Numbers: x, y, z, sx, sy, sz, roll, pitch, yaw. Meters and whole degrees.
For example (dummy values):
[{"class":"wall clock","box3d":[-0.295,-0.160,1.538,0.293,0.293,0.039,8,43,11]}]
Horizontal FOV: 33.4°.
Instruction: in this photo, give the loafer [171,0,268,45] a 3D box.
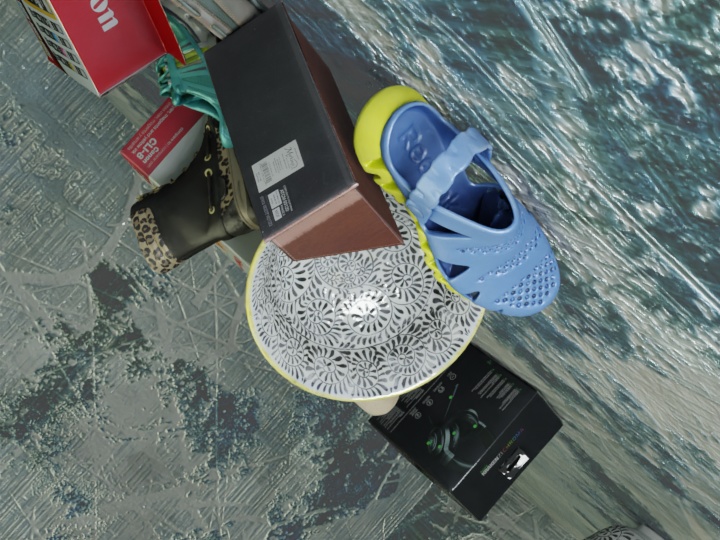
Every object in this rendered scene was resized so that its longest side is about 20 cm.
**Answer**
[{"class":"loafer","box3d":[-0.099,-0.185,0.916,0.072,0.063,0.200,38,173,37]}]

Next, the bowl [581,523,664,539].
[{"class":"bowl","box3d":[0.431,0.449,1.818,0.201,0.094,0.201,42,175,5]}]

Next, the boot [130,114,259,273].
[{"class":"boot","box3d":[-0.170,-0.102,1.257,0.073,0.150,0.201,27,-140,-53]}]

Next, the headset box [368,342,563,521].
[{"class":"headset box","box3d":[0.142,0.204,1.585,0.200,0.174,0.093,34,169,47]}]

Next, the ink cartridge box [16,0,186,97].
[{"class":"ink cartridge box","box3d":[-0.259,-0.267,1.070,0.175,0.084,0.200,35,155,47]}]

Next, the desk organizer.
[{"class":"desk organizer","box3d":[-0.042,-0.089,0.840,0.077,0.072,0.200,46,-163,-48]}]

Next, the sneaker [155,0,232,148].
[{"class":"sneaker","box3d":[-0.172,-0.203,1.181,0.200,0.080,0.078,43,174,10]}]

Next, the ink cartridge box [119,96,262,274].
[{"class":"ink cartridge box","box3d":[-0.146,-0.108,1.379,0.200,0.145,0.145,41,174,4]}]

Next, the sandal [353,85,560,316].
[{"class":"sandal","box3d":[0.076,-0.035,0.801,0.200,0.080,0.087,45,170,-33]}]

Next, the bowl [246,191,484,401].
[{"class":"bowl","box3d":[0.000,0.000,1.009,0.201,0.201,0.094,45,-170,-25]}]

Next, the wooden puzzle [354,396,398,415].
[{"class":"wooden puzzle","box3d":[-0.009,0.008,1.128,0.037,0.200,0.185,-21,123,44]}]
